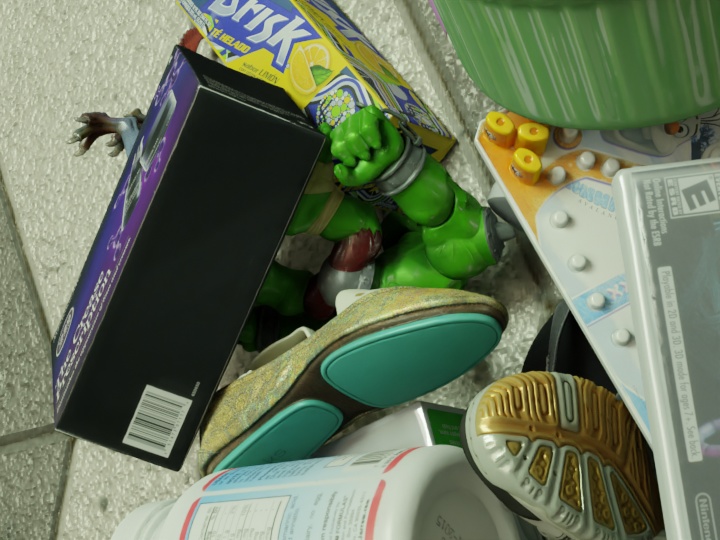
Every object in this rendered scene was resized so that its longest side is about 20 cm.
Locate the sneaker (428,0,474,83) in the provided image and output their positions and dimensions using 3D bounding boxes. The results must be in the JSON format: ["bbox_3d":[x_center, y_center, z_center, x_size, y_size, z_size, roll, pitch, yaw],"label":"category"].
[{"bbox_3d":[0.113,-0.172,0.811,0.200,0.072,0.115,-46,58,52],"label":"sneaker"}]

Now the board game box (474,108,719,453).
[{"bbox_3d":[0.184,-0.029,0.676,0.200,0.026,0.200,-28,78,-5],"label":"board game box"}]

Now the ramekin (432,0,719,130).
[{"bbox_3d":[0.118,-0.153,0.659,0.199,0.098,0.200,-13,42,12],"label":"ramekin"}]

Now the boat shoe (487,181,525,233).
[{"bbox_3d":[0.160,-0.043,0.772,0.200,0.070,0.066,7,67,43],"label":"boat shoe"}]

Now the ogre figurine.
[{"bbox_3d":[0.000,0.000,0.842,0.200,0.120,0.098,-59,18,22],"label":"ogre figurine"}]

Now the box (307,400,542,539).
[{"bbox_3d":[0.004,0.193,0.832,0.200,0.097,0.177,-27,64,31],"label":"box"}]

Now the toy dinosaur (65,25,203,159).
[{"bbox_3d":[-0.105,-0.043,0.971,0.181,0.105,0.200,36,93,16],"label":"toy dinosaur"}]

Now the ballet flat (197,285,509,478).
[{"bbox_3d":[-0.012,0.049,0.783,0.200,0.071,0.071,-36,62,27],"label":"ballet flat"}]

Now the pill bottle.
[{"bbox_3d":[-0.029,0.148,0.736,0.200,0.109,0.109,-11,75,37],"label":"pill bottle"}]

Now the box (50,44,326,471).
[{"bbox_3d":[-0.103,-0.012,0.837,0.200,0.079,0.141,-66,15,10],"label":"box"}]

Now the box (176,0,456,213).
[{"bbox_3d":[-0.031,-0.127,0.931,0.064,0.070,0.200,-51,56,19],"label":"box"}]

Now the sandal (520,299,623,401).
[{"bbox_3d":[0.123,0.037,0.753,0.076,0.043,0.200,34,128,22],"label":"sandal"}]

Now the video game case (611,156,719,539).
[{"bbox_3d":[0.211,0.044,0.634,0.181,0.023,0.201,-7,79,-1],"label":"video game case"}]

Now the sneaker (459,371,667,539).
[{"bbox_3d":[0.102,0.103,0.702,0.088,0.200,0.076,-17,60,40],"label":"sneaker"}]
